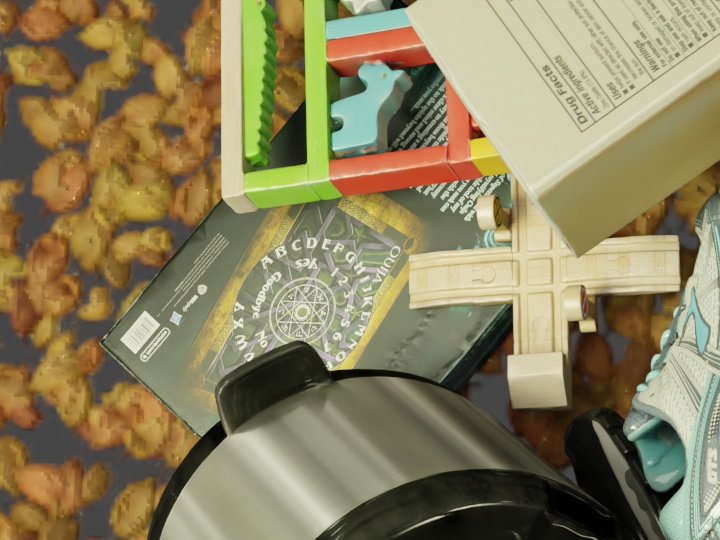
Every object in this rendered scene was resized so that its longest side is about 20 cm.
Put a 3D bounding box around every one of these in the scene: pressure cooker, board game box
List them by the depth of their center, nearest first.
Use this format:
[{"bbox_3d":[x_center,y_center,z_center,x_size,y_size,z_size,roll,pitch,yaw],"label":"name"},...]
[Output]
[{"bbox_3d":[0.010,0.133,1.042,0.176,0.178,0.200,-69,24,9],"label":"pressure cooker"},{"bbox_3d":[0.000,0.000,1.167,0.135,0.028,0.200,42,93,21],"label":"board game box"}]

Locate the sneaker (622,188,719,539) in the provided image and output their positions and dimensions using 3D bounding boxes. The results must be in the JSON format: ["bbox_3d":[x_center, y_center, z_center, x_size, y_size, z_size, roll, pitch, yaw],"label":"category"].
[{"bbox_3d":[0.137,0.037,1.046,0.086,0.078,0.200,-28,29,17],"label":"sneaker"}]

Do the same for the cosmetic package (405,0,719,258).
[{"bbox_3d":[0.130,-0.108,1.043,0.200,0.071,0.105,-34,62,5],"label":"cosmetic package"}]

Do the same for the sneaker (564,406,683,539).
[{"bbox_3d":[0.113,0.154,1.077,0.087,0.076,0.200,-32,71,17],"label":"sneaker"}]

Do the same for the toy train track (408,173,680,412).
[{"bbox_3d":[0.070,-0.043,1.120,0.114,0.033,0.201,-5,76,17],"label":"toy train track"}]

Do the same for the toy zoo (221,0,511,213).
[{"bbox_3d":[0.038,-0.100,1.126,0.200,0.020,0.132,-8,68,17],"label":"toy zoo"}]
